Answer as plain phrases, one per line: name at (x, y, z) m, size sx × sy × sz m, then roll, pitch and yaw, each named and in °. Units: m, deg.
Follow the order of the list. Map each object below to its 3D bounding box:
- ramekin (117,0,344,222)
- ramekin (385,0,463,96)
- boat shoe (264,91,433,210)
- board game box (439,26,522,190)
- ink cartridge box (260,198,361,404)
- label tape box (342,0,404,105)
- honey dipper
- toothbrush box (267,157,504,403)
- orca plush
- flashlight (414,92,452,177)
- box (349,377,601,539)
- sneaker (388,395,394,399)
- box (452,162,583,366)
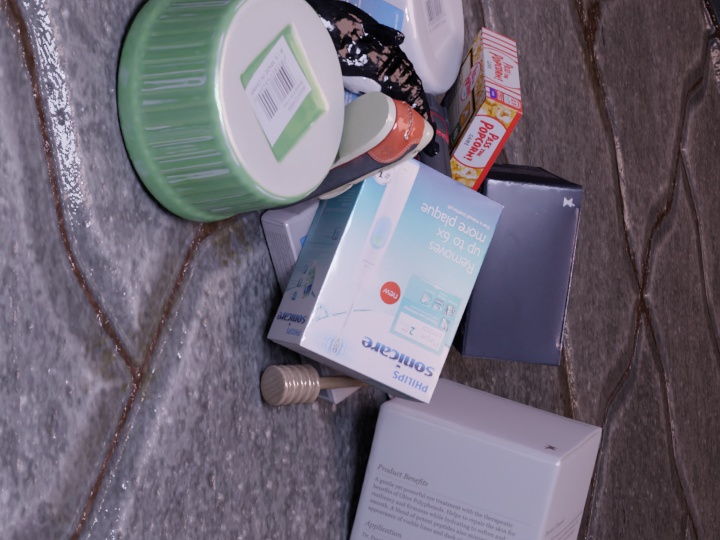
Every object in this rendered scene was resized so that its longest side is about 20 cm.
ramekin at (-0.099, -0.143, 1.419) m, size 0.199 × 0.097 × 0.203 m, roll 3°, pitch 86°, yaw -54°
ramekin at (0.040, -0.275, 1.838) m, size 0.200 × 0.097 × 0.203 m, roll -3°, pitch 90°, yaw -68°
boat shoe at (-0.026, -0.099, 1.513) m, size 0.062 × 0.199 × 0.072 m, roll 19°, pitch 57°, yaw -44°
board game box at (0.108, -0.141, 1.859) m, size 0.152 × 0.046 × 0.201 m, roll -87°, pitch -158°, yaw -53°
ink cartridge box at (0.000, 0.000, 1.676) m, size 0.176 × 0.044 × 0.202 m, roll -34°, pitch 121°, yaw -34°
label tape box at (-0.060, -0.212, 1.597) m, size 0.199 × 0.063 × 0.146 m, roll 23°, pitch 61°, yaw -29°
honey dipper at (-0.011, 0.104, 1.636) m, size 0.199 × 0.038 × 0.039 m, roll -2°, pitch 88°, yaw -45°
toothbrush box at (0.023, 0.002, 1.581) m, size 0.145 × 0.085 × 0.202 m, roll 26°, pitch 82°, yaw -23°
orca plush at (0.015, -0.188, 1.558) m, size 0.201 × 0.071 × 0.105 m, roll 53°, pitch 51°, yaw -11°
flashlight at (0.064, -0.099, 1.750) m, size 0.201 × 0.067 × 0.068 m, roll -92°, pitch 175°, yaw -47°
box at (0.122, 0.229, 1.779) m, size 0.200 × 0.197 × 0.173 m, roll -14°, pitch 118°, yaw -68°
sneaker at (0.064, 0.069, 1.862) m, size 0.077 × 0.081 × 0.202 m, roll -45°, pitch 128°, yaw -61°
box at (0.160, -0.014, 1.916) m, size 0.200 × 0.116 × 0.199 m, roll -133°, pitch -131°, yaw -77°
